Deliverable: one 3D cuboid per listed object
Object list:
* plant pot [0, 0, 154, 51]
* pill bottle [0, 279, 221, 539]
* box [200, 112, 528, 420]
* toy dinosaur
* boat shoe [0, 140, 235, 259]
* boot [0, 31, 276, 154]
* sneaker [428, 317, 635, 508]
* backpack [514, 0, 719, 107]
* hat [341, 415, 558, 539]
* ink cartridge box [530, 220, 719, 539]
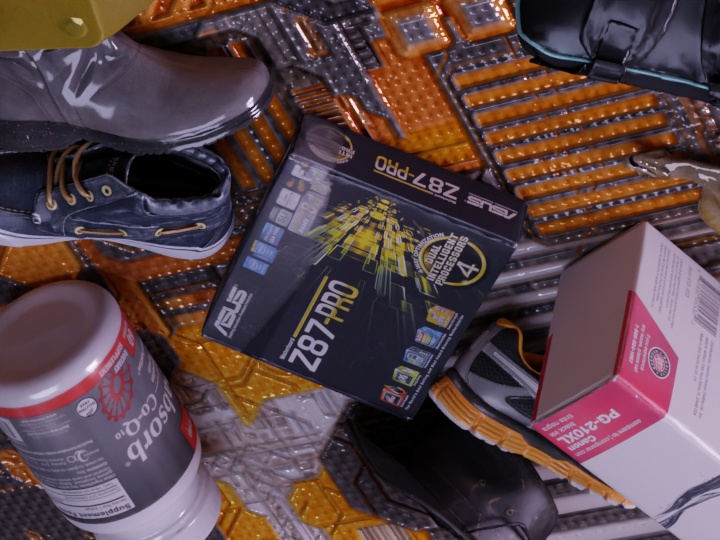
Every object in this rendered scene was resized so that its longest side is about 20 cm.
[{"bbox_3d":[-0.203,-0.230,1.578,0.200,0.176,0.200,-1,134,15],"label":"plant pot"},{"bbox_3d":[-0.182,0.112,1.956,0.116,0.116,0.200,-10,131,23],"label":"pill bottle"},{"bbox_3d":[0.000,0.000,1.845,0.161,0.049,0.200,24,136,-6],"label":"box"},{"bbox_3d":[0.263,-0.034,1.754,0.200,0.058,0.101,39,146,-13],"label":"toy dinosaur"},{"bbox_3d":[-0.180,-0.059,1.803,0.200,0.071,0.091,6,157,-2],"label":"boat shoe"},{"bbox_3d":[-0.161,-0.142,1.736,0.200,0.070,0.132,-5,127,13],"label":"boot"},{"bbox_3d":[0.145,0.100,1.894,0.200,0.078,0.077,26,98,-30],"label":"sneaker"},{"bbox_3d":[0.182,-0.198,1.518,0.176,0.153,0.200,12,99,5],"label":"backpack"},{"bbox_3d":[0.082,0.152,1.939,0.081,0.201,0.201,-47,116,0],"label":"hat"},{"bbox_3d":[0.218,0.088,1.808,0.200,0.145,0.084,38,133,-22],"label":"ink cartridge box"}]
